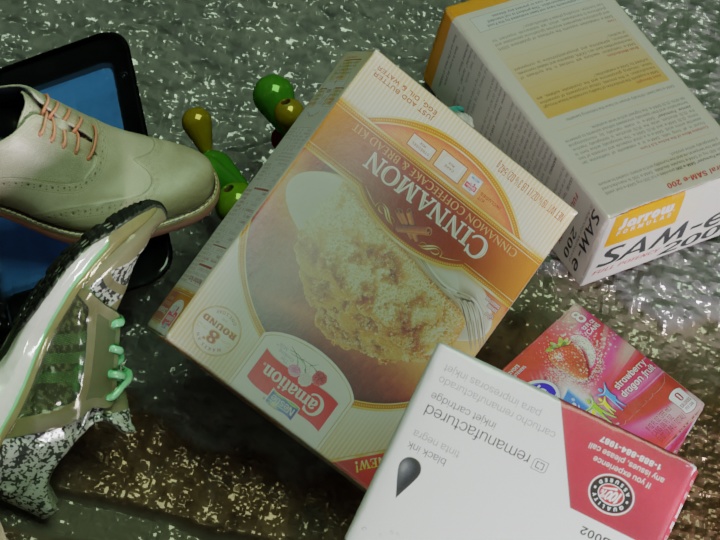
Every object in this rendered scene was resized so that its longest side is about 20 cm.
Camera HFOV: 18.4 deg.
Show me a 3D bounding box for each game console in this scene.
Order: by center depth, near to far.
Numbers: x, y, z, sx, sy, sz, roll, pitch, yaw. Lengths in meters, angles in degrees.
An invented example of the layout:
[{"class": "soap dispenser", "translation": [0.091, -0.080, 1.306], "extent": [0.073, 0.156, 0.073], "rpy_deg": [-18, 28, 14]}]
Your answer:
[{"class": "game console", "translation": [-0.226, -0.069, 1.328], "extent": [0.175, 0.116, 0.201], "rpy_deg": [21, 40, -39]}]

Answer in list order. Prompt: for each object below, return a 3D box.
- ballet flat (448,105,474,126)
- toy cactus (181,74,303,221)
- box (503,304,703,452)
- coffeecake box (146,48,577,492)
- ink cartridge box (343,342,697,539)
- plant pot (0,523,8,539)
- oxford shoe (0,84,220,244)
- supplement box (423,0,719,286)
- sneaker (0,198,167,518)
[{"class": "ballet flat", "translation": [0.027, -0.072, 1.407], "extent": [0.072, 0.072, 0.200], "rpy_deg": [34, 10, 14]}, {"class": "toy cactus", "translation": [-0.041, -0.022, 1.380], "extent": [0.164, 0.102, 0.201], "rpy_deg": [22, 44, -22]}, {"class": "box", "translation": [0.092, 0.125, 1.265], "extent": [0.100, 0.096, 0.200], "rpy_deg": [39, 53, 15]}, {"class": "coffeecake box", "translation": [0.000, 0.000, 1.274], "extent": [0.153, 0.073, 0.200], "rpy_deg": [37, 85, -13]}, {"class": "ink cartridge box", "translation": [0.062, 0.158, 1.117], "extent": [0.146, 0.083, 0.201], "rpy_deg": [25, 87, 8]}, {"class": "plant pot", "translation": [-0.224, 0.224, 1.022], "extent": [0.176, 0.200, 0.200], "rpy_deg": [-16, 56, -14]}, {"class": "oxford shoe", "translation": [-0.176, -0.065, 1.278], "extent": [0.199, 0.074, 0.071], "rpy_deg": [3, 51, -13]}, {"class": "supplement box", "translation": [0.149, -0.099, 1.489], "extent": [0.125, 0.074, 0.200], "rpy_deg": [-18, 58, -28]}, {"class": "sneaker", "translation": [-0.156, 0.052, 1.249], "extent": [0.088, 0.201, 0.077], "rpy_deg": [34, 4, -13]}]
